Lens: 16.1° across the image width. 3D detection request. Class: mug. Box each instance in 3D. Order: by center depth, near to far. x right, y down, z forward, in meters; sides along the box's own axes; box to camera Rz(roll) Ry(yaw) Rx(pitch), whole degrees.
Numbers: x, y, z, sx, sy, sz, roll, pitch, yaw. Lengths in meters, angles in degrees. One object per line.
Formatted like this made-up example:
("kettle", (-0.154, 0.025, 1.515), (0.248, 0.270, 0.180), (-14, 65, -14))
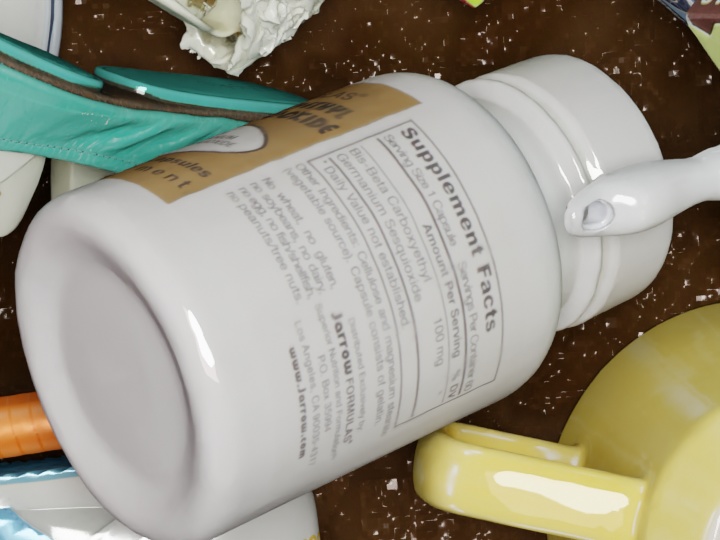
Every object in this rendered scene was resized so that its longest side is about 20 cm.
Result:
("mug", (0.125, 0.094, 0.836), (0.186, 0.153, 0.150), (-20, 92, 0))

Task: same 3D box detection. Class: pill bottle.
("pill bottle", (0.000, 0.000, 0.816), (0.199, 0.114, 0.115), (-23, 92, -33))

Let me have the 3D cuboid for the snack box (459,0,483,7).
("snack box", (0.044, -0.211, 0.852), (0.142, 0.053, 0.200), (39, 89, -28))

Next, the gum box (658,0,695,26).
("gum box", (0.149, -0.182, 0.851), (0.170, 0.045, 0.200), (36, 91, -28))

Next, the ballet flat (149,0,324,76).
("ballet flat", (-0.061, -0.126, 0.811), (0.071, 0.200, 0.072), (-10, 59, 17))

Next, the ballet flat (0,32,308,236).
("ballet flat", (-0.097, -0.041, 0.832), (0.199, 0.067, 0.071), (12, 97, -40))

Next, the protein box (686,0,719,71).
("protein box", (0.244, -0.077, 0.778), (0.200, 0.135, 0.199), (-52, 121, -20))

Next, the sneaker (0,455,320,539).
("sneaker", (-0.112, 0.106, 0.870), (0.199, 0.077, 0.081), (-7, 93, 1))

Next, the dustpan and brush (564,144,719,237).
("dustpan and brush", (0.149, -0.038, 0.839), (0.199, 0.057, 0.140), (-22, 119, -42))

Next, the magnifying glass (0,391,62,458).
("magnifying glass", (-0.181, 0.064, 0.862), (0.199, 0.080, 0.023), (-11, 105, 2))

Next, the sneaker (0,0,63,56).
("sneaker", (-0.147, -0.050, 0.867), (0.073, 0.071, 0.201), (12, 91, -1))
